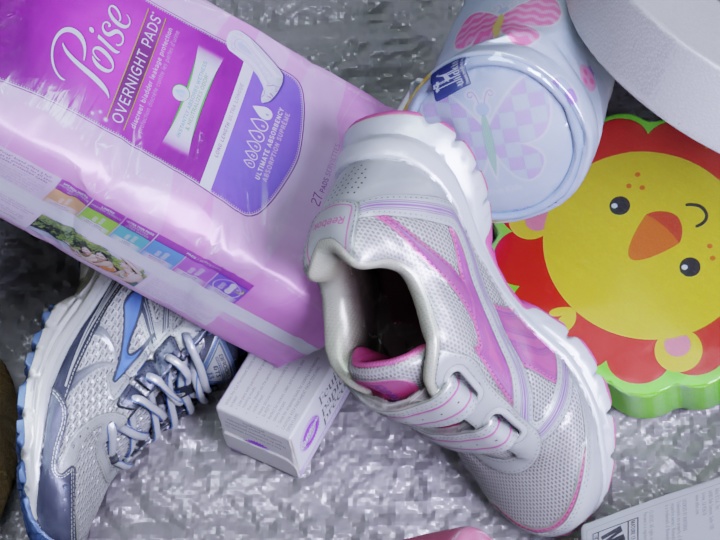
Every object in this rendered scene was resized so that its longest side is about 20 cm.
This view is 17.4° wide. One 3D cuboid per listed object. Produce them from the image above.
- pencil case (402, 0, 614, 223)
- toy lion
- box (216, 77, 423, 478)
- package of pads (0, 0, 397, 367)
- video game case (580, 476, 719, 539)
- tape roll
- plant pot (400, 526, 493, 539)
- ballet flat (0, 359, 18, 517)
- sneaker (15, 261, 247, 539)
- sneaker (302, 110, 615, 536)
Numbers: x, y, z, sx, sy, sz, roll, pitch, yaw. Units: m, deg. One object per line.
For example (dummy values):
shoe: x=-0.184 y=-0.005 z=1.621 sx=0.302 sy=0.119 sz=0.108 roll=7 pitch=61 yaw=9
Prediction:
pencil case: x=0.077 y=-0.102 z=1.076 sx=0.091 sy=0.083 sz=0.200 roll=-28 pitch=21 yaw=31
toy lion: x=0.166 y=-0.006 z=1.066 sx=0.200 sy=0.069 sz=0.192 roll=37 pitch=75 yaw=24
box: x=0.000 y=0.000 z=1.084 sx=0.041 sy=0.039 sz=0.200 roll=20 pitch=62 yaw=18
package of pads: x=-0.085 y=-0.057 z=1.014 sx=0.200 sy=0.076 sz=0.121 roll=29 pitch=55 yaw=-18
video game case: x=0.169 y=0.151 z=0.903 sx=0.181 sy=0.036 sz=0.200 roll=-22 pitch=34 yaw=21
tape roll: x=0.187 y=-0.103 z=1.025 sx=0.202 sy=0.037 sz=0.203 roll=16 pitch=34 yaw=-11
plant pot: x=-0.017 y=0.213 z=0.878 sx=0.178 sy=0.200 sz=0.201 roll=-17 pitch=57 yaw=13
ballet flat: x=-0.195 y=0.106 z=1.017 sx=0.068 sy=0.072 sz=0.201 roll=10 pitch=59 yaw=9
sneaker: x=-0.097 y=0.037 z=1.051 sx=0.085 sy=0.077 sz=0.201 roll=11 pitch=60 yaw=7
sneaker: x=0.033 y=0.038 z=0.983 sx=0.081 sy=0.200 sz=0.088 roll=-16 pitch=24 yaw=44
